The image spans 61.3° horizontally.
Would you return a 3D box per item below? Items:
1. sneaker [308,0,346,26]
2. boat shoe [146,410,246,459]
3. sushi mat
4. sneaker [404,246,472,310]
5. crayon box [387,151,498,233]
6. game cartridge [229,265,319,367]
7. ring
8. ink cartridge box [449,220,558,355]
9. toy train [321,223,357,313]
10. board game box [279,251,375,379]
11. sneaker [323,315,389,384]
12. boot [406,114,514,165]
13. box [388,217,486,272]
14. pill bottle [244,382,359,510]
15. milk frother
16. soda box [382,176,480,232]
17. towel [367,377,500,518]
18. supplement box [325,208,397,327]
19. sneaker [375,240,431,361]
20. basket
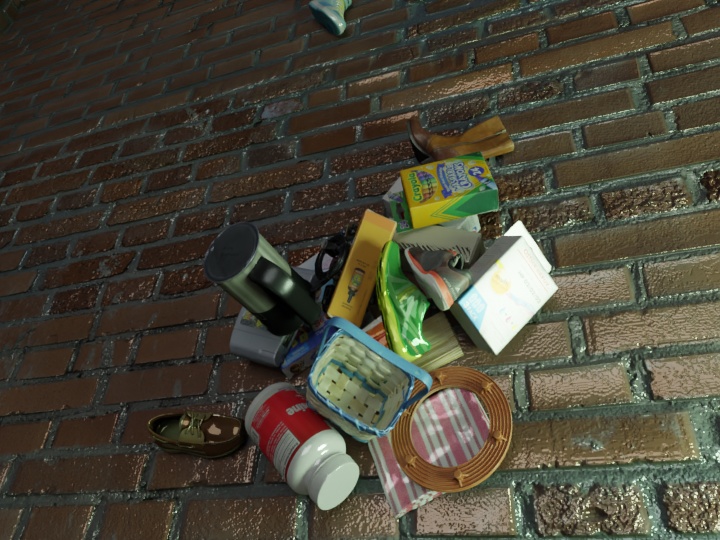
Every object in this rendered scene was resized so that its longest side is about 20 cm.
[{"bbox_3d":[-0.064,-0.778,1.792,0.129,0.080,0.201,-35,49,-3],"label":"sneaker"},{"bbox_3d":[-0.301,0.292,1.098,0.194,0.074,0.078,-9,52,19],"label":"boat shoe"},{"bbox_3d":[0.079,0.152,1.069,0.196,0.012,0.097,-28,48,3],"label":"sushi mat"},{"bbox_3d":[0.134,0.001,1.015,0.081,0.078,0.201,-31,25,-1],"label":"sneaker"},{"bbox_3d":[0.150,-0.149,1.148,0.193,0.052,0.128,-14,43,4],"label":"crayon box"},{"bbox_3d":[-0.168,0.079,1.168,0.130,0.041,0.204,5,59,34],"label":"game cartridge"},{"bbox_3d":[0.136,0.237,0.939,0.194,0.019,0.205,-16,47,17],"label":"ring"},{"bbox_3d":[0.245,0.023,1.011,0.200,0.116,0.068,-44,14,-11],"label":"ink cartridge box"},{"bbox_3d":[-0.038,-0.005,1.175,0.045,0.034,0.205,-9,52,33],"label":"toy train"},{"bbox_3d":[-0.097,0.075,1.188,0.197,0.041,0.201,-33,48,-2],"label":"board game box"},{"bbox_3d":[0.013,0.145,1.050,0.198,0.073,0.078,-37,57,-1],"label":"sneaker"},{"bbox_3d":[0.208,-0.292,1.307,0.195,0.069,0.191,-25,48,4],"label":"boot"},{"bbox_3d":[0.134,-0.037,1.141,0.195,0.083,0.070,11,61,33],"label":"box"},{"bbox_3d":[-0.094,0.282,0.984,0.112,0.113,0.198,-44,50,-13],"label":"pill bottle"},{"bbox_3d":[-0.135,-0.018,1.060,0.176,0.189,0.205,2,60,33],"label":"milk frother"},{"bbox_3d":[0.138,-0.115,1.208,0.197,0.064,0.068,29,70,38],"label":"soda box"},{"bbox_3d":[0.111,0.272,0.953,0.196,0.030,0.148,-29,48,2],"label":"towel"},{"bbox_3d":[0.000,0.000,1.092,0.065,0.069,0.205,22,77,-5],"label":"supplement box"},{"bbox_3d":[0.072,0.050,1.022,0.081,0.074,0.207,-8,76,-10],"label":"sneaker"},{"bbox_3d":[0.001,0.163,0.931,0.174,0.201,0.141,34,56,0],"label":"basket"}]
